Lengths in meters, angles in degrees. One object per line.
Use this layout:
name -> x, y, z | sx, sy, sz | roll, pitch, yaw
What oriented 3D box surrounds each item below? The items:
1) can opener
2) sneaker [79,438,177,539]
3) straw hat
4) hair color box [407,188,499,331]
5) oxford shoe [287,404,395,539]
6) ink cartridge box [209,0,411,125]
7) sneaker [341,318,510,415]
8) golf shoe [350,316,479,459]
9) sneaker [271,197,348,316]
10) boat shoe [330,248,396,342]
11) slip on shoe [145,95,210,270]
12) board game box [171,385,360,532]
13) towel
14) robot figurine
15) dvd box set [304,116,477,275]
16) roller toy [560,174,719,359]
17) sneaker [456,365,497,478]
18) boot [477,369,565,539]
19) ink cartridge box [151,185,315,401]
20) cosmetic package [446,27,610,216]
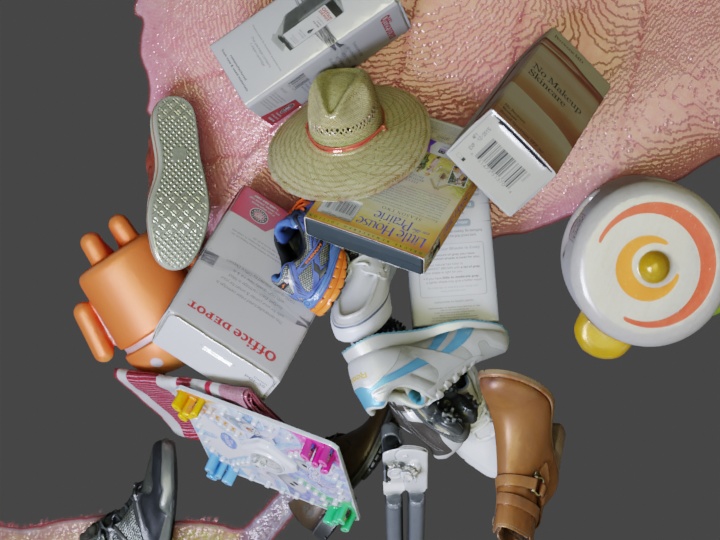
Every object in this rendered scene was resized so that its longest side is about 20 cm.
can opener -> 0.053, 0.259, 1.567 | 0.052, 0.067, 0.202 | -3, 132, 0
sneaker -> -0.277, 0.295, 1.607 | 0.112, 0.076, 0.202 | 10, 103, -6
straw hat -> -0.019, -0.174, 1.462 | 0.198, 0.203, 0.086 | -9, 134, 3
hair color box -> 0.100, -0.034, 1.528 | 0.097, 0.061, 0.203 | -4, 80, 2
oxford shoe -> -0.019, 0.218, 1.592 | 0.084, 0.073, 0.201 | 35, 93, 9
ink cartridge box -> -0.052, -0.258, 1.485 | 0.199, 0.147, 0.083 | -34, 84, 5
sneaker -> 0.077, 0.104, 1.462 | 0.197, 0.076, 0.082 | -10, 75, -25
golf shoe -> 0.046, 0.134, 1.536 | 0.200, 0.077, 0.095 | 48, 142, 29
sneaker -> -0.055, -0.052, 1.479 | 0.078, 0.202, 0.075 | 21, 140, -26
boat shoe -> 0.000, 0.000, 1.496 | 0.073, 0.201, 0.066 | -13, 121, 16
slip on shoe -> -0.213, -0.096, 1.530 | 0.073, 0.061, 0.203 | 1, 73, -20
board game box -> -0.104, 0.214, 1.498 | 0.197, 0.201, 0.026 | 18, 61, 19
towel -> -0.172, 0.162, 1.522 | 0.198, 0.144, 0.023 | 5, 59, 34
robot figurine -> -0.245, 0.032, 1.550 | 0.116, 0.144, 0.202 | -26, 98, 44
dvd box set -> 0.047, -0.092, 1.460 | 0.145, 0.201, 0.030 | 18, 142, 19
roller toy -> 0.318, -0.011, 1.513 | 0.197, 0.140, 0.185 | -19, 96, 5
sneaker -> 0.122, 0.158, 1.569 | 0.074, 0.087, 0.202 | -30, 98, -2
boot -> 0.169, 0.215, 1.513 | 0.076, 0.201, 0.157 | 5, 59, 28
ink cartridge box -> -0.124, 0.028, 1.502 | 0.145, 0.083, 0.201 | 33, 53, -6
cosmetic package -> 0.186, -0.165, 1.460 | 0.103, 0.201, 0.087 | 42, 133, -6
